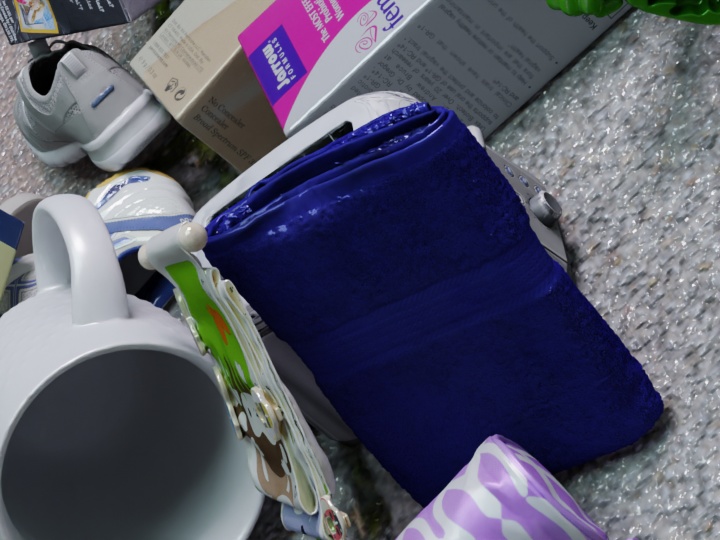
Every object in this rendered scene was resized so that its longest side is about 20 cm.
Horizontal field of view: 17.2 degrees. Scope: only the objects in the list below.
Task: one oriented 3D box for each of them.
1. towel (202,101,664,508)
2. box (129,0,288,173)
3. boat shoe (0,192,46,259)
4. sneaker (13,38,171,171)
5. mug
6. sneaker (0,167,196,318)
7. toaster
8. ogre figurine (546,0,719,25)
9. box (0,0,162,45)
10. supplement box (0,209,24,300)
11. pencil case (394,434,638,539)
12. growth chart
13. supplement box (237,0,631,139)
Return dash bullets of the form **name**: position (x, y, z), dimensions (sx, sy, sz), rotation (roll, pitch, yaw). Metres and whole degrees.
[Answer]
- **towel**: position (0.036, 0.019, 1.124), dimensions (0.147, 0.200, 0.050), rotation (-23, 28, 29)
- **box**: position (-0.029, -0.156, 1.390), dimensions (0.200, 0.095, 0.078), rotation (-49, 41, 6)
- **boat shoe**: position (-0.265, 0.035, 1.486), dimensions (0.092, 0.075, 0.201), rotation (19, 76, 41)
- **sneaker**: position (-0.178, -0.116, 1.483), dimensions (0.075, 0.082, 0.200), rotation (-44, 19, -16)
- **mug**: position (-0.145, 0.058, 1.273), dimensions (0.147, 0.201, 0.175), rotation (-10, 19, -17)
- **sneaker**: position (-0.173, 0.028, 1.406), dimensions (0.200, 0.075, 0.088), rotation (-46, 40, 8)
- **toaster**: position (0.000, 0.000, 1.219), dimensions (0.200, 0.129, 0.114), rotation (-33, 43, 22)
- **ogre figurine**: position (0.191, -0.181, 1.191), dimensions (0.199, 0.098, 0.120), rotation (-25, 36, 18)
- **box**: position (-0.143, -0.245, 1.470), dimensions (0.114, 0.133, 0.200), rotation (-5, 25, 40)
- **supplement box**: position (-0.328, 0.030, 1.345), dimensions (0.134, 0.200, 0.201), rotation (-15, 53, 47)
- **pencil case**: position (0.030, 0.170, 1.105), dimensions (0.085, 0.084, 0.200), rotation (43, 97, 15)
- **growth chart**: position (-0.050, 0.064, 1.120), dimensions (0.018, 0.201, 0.145), rotation (-26, -6, -15)
- **supplement box**: position (0.045, -0.142, 1.302), dimensions (0.200, 0.103, 0.101), rotation (-43, 41, 14)
